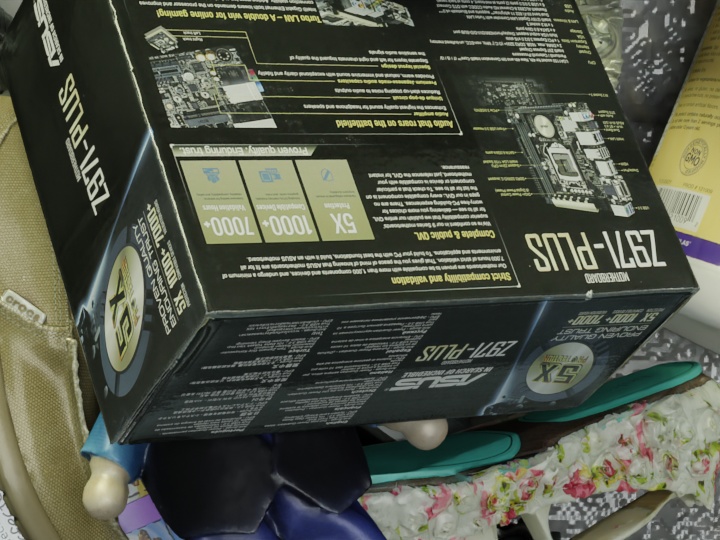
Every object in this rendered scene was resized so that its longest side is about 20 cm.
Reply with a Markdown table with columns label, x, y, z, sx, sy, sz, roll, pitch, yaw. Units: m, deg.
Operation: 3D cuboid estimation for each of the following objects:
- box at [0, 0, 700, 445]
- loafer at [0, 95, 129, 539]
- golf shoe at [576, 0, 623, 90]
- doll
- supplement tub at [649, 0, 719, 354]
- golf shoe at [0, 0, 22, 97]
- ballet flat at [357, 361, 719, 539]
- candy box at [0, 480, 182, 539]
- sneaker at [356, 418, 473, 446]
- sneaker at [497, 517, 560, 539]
| label | x | y | z | sx | sy | sz | roll | pitch | yaw |
| --- | --- | --- | --- | --- | --- | --- | --- | --- | --- |
| box | -0.006 | -0.036 | 0.750 | 0.199 | 0.086 | 0.165 | -3 | 59 | -33 |
| loafer | -0.115 | 0.026 | 0.784 | 0.067 | 0.076 | 0.202 | -20 | 98 | -9 |
| golf shoe | 0.068 | -0.040 | 0.896 | 0.078 | 0.097 | 0.202 | 5 | 64 | 6 |
| doll | -0.028 | 0.072 | 0.751 | 0.135 | 0.049 | 0.201 | -15 | 66 | -20 |
| supplement tub | 0.202 | -0.056 | 0.882 | 0.144 | 0.145 | 0.201 | 24 | 87 | -11 |
| golf shoe | -0.126 | -0.124 | 0.836 | 0.094 | 0.078 | 0.201 | -32 | 112 | -17 |
| ballet flat | 0.060 | 0.087 | 0.826 | 0.198 | 0.076 | 0.065 | -13 | 97 | -20 |
| candy box | -0.138 | 0.134 | 0.857 | 0.199 | 0.072 | 0.169 | -22 | 96 | -10 |
| sneaker | 0.000 | 0.000 | 0.879 | 0.200 | 0.083 | 0.121 | 38 | 76 | -26 |
| sneaker | 0.041 | 0.120 | 0.881 | 0.200 | 0.077 | 0.082 | 38 | 111 | -21 |
